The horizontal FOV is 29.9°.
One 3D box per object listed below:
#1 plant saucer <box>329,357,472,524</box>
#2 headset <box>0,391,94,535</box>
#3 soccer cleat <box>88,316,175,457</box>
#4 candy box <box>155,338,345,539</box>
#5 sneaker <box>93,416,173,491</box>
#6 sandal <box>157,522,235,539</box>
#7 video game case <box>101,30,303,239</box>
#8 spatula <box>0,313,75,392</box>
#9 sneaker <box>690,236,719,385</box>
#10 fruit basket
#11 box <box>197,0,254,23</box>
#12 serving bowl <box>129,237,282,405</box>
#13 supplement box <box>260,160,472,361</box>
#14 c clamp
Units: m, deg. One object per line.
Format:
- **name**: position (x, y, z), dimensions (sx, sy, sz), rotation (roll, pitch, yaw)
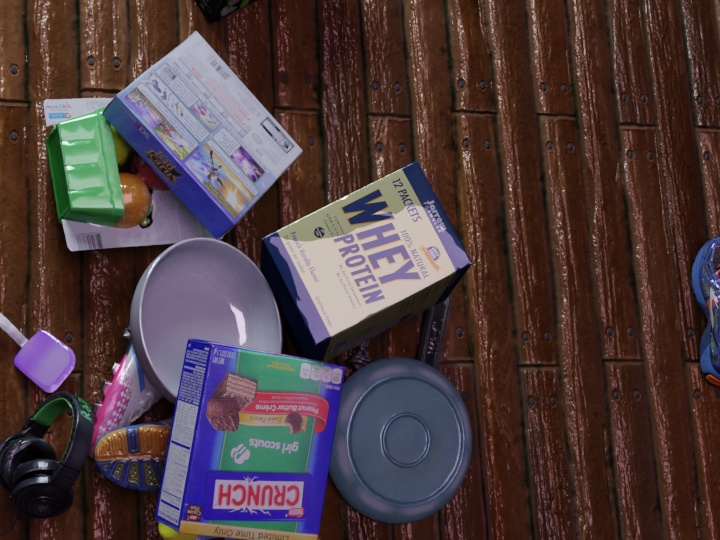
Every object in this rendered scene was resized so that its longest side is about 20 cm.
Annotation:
- **plant saucer**: position (0.052, 0.206, 1.644), dimensions (0.197, 0.027, 0.203), rotation (2, 83, -20)
- **headset**: position (-0.366, 0.221, 1.463), dimensions (0.093, 0.123, 0.201), rotation (30, 92, -35)
- **soccer cleat**: position (-0.249, 0.128, 1.552), dimensions (0.085, 0.070, 0.202), rotation (24, 70, -11)
- **candy box**: position (-0.119, 0.189, 1.469), dimensions (0.167, 0.077, 0.203), rotation (11, 88, -28)
- **sneaker**: position (-0.206, 0.199, 1.533), dimensions (0.197, 0.088, 0.076), rotation (-3, 102, -19)
- **sandal**: position (-0.145, 0.265, 1.560), dimensions (0.200, 0.079, 0.088), rotation (-39, 124, -28)
- **video game case**: position (-0.185, -0.164, 1.615), dimensions (0.200, 0.045, 0.182), rotation (48, 41, -8)
- **spatula**: position (-0.411, 0.057, 1.542), dimensions (0.200, 0.021, 0.057), rotation (42, 69, -4)
- **sneaker**: position (0.500, 0.051, 1.820), dimensions (0.074, 0.078, 0.203), rotation (0, 77, -19)
- **fruit basket**: position (-0.271, -0.117, 1.612), dimensions (0.198, 0.093, 0.188), rotation (-5, 78, -36)
- **box**: position (-0.125, -0.430, 1.693), dimensions (0.199, 0.148, 0.125), rotation (-32, 87, -23)
- **serving bowl**: position (-0.184, 0.069, 1.540), dimensions (0.198, 0.065, 0.203), rotation (14, 68, -39)
- **supplement box**: position (0.000, 0.000, 1.570), dimensions (0.198, 0.200, 0.135), rotation (-27, 81, -10)
- **c clamp**: position (0.032, 0.057, 1.693), dimensions (0.169, 0.027, 0.203), rotation (13, 71, -21)
